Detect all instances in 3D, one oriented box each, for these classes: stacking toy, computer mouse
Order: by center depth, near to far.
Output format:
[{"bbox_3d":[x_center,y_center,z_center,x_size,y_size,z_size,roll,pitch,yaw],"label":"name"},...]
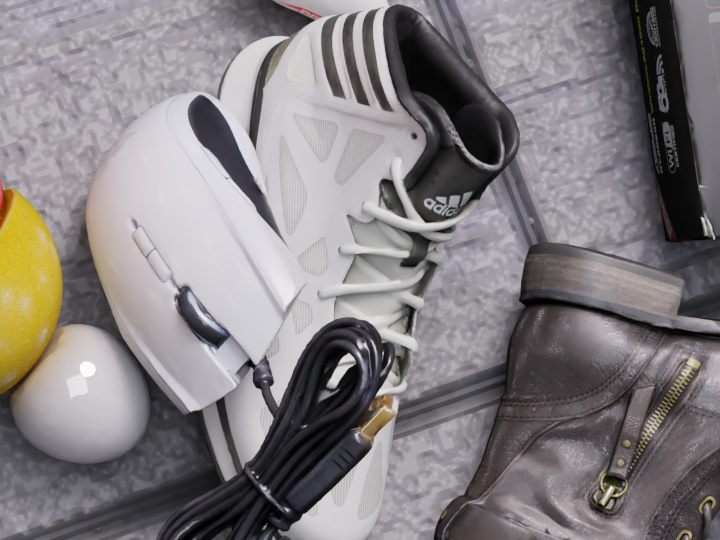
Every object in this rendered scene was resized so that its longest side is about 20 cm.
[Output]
[{"bbox_3d":[-0.057,0.010,0.993,0.044,0.110,0.200,22,28,-41],"label":"computer mouse"},{"bbox_3d":[-0.155,0.003,1.003,0.200,0.146,0.146,40,74,-14],"label":"stacking toy"}]

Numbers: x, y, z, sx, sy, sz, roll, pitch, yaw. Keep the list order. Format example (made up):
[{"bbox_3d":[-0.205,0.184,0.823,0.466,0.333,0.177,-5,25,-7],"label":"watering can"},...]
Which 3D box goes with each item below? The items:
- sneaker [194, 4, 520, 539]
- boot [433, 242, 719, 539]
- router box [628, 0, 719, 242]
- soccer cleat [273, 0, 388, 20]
[{"bbox_3d":[0.000,0.000,1.010,0.075,0.115,0.201,8,73,-35],"label":"sneaker"},{"bbox_3d":[0.115,0.096,1.048,0.199,0.069,0.175,17,80,0],"label":"boot"},{"bbox_3d":[0.202,-0.098,1.085,0.199,0.062,0.151,-8,91,-9],"label":"router box"},{"bbox_3d":[0.026,-0.180,1.094,0.085,0.069,0.200,35,77,-9],"label":"soccer cleat"}]
